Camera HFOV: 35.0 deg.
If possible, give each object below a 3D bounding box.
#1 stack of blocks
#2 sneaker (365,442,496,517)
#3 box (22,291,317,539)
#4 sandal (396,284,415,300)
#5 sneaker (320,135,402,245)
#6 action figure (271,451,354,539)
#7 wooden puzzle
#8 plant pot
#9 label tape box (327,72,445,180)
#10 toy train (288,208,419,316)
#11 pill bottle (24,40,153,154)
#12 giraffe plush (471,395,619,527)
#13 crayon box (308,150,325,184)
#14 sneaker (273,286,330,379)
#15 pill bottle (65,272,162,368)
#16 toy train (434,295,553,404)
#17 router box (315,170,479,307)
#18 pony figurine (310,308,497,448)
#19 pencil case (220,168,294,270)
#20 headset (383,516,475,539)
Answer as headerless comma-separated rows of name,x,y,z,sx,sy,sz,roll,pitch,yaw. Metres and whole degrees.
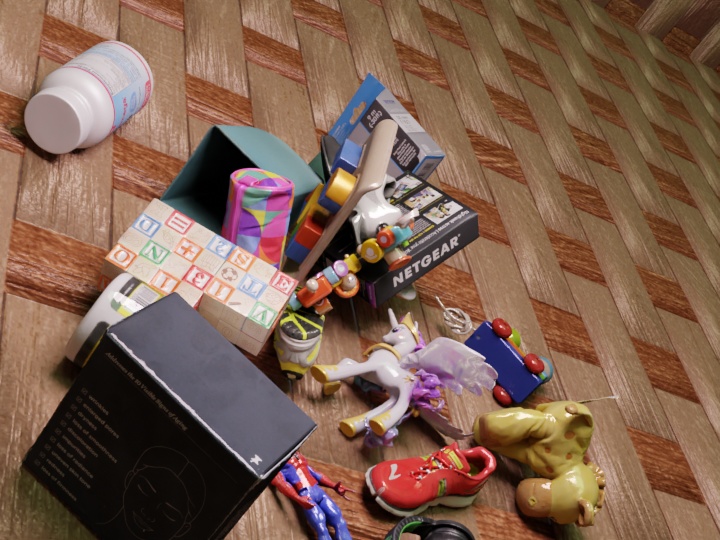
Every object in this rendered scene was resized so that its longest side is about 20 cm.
stack of blocks,-0.188,0.017,1.330,0.200,0.059,0.115,29,48,1
sneaker,0.088,0.244,1.400,0.200,0.085,0.077,1,46,-45
box,-0.187,0.167,1.111,0.200,0.197,0.124,43,31,7
sandal,0.005,-0.002,1.673,0.079,0.059,0.207,30,11,-46
sneaker,0.001,-0.121,1.604,0.088,0.074,0.200,-18,53,-9
action figure,-0.049,0.259,1.281,0.065,0.052,0.200,-11,54,-46
wooden puzzle,-0.037,-0.092,1.451,0.046,0.200,0.185,35,32,-12
plant pot,-0.143,-0.109,1.583,0.141,0.141,0.200,44,23,10
label tape box,0.024,-0.205,1.868,0.200,0.143,0.066,50,33,19
toy train,0.000,0.000,1.453,0.056,0.200,0.150,56,-5,-2
pill bottle,-0.366,-0.230,1.537,0.109,0.109,0.200,36,31,-4
giraffe plush,0.256,0.259,1.513,0.172,0.199,0.163,3,78,-61
crayon box,0.009,-0.093,1.758,0.200,0.051,0.127,47,9,13
sneaker,-0.084,0.073,1.471,0.075,0.077,0.200,13,18,0
pill bottle,-0.210,0.103,1.252,0.200,0.114,0.114,36,31,-3
toy train,0.203,0.104,1.716,0.200,0.085,0.116,49,22,17
router box,0.045,-0.048,1.606,0.200,0.051,0.149,-33,47,-25
pony figurine,0.057,0.145,1.464,0.193,0.167,0.200,40,46,19
pencil case,-0.136,-0.024,1.418,0.088,0.201,0.088,10,16,-3
headset,0.117,0.337,1.299,0.200,0.094,0.124,22,34,-34
